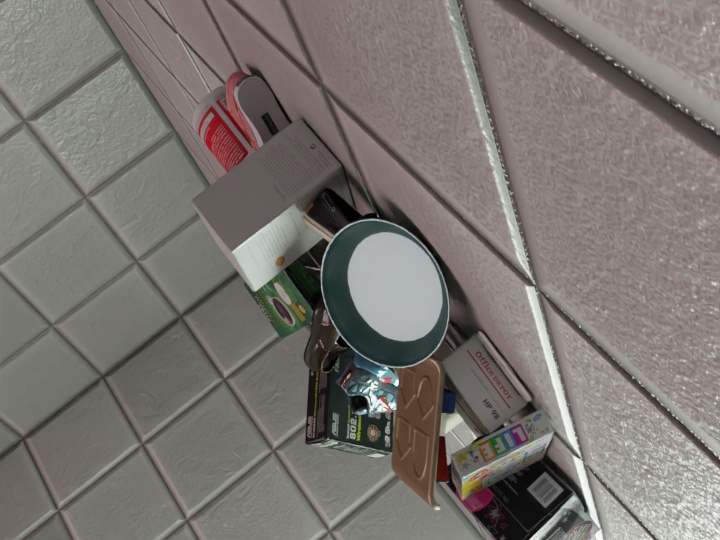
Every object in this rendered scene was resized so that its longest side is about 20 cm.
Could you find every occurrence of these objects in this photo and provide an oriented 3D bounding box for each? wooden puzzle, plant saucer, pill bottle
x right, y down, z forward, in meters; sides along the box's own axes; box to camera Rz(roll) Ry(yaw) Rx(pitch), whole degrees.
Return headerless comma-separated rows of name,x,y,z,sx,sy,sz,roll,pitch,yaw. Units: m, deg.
wooden puzzle,0.088,0.206,1.403,0.185,0.045,0.204,-168,78,-76
plant saucer,0.037,0.026,1.332,0.198,0.036,0.203,14,115,31
pill bottle,-0.182,-0.203,1.694,0.201,0.112,0.113,51,172,20

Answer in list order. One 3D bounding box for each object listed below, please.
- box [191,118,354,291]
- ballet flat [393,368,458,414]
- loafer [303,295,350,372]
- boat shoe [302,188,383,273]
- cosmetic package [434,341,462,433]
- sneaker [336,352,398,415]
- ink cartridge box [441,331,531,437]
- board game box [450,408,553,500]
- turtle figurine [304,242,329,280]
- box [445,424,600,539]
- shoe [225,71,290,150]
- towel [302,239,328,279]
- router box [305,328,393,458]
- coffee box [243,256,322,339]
box,-0.122,-0.093,1.492,0.107,0.199,0.153,49,171,22
ballet flat,0.113,0.168,1.537,0.199,0.076,0.068,38,-165,-2
loafer,-0.040,0.106,1.580,0.071,0.073,0.201,26,149,11
boat shoe,0.010,-0.046,1.401,0.199,0.063,0.074,34,-167,19
cosmetic package,0.136,0.192,1.672,0.104,0.073,0.200,52,172,14
sneaker,0.020,0.192,1.656,0.079,0.096,0.200,43,176,40
ink cartridge box,0.160,0.158,1.398,0.116,0.066,0.200,53,173,9
board game box,0.188,0.252,1.385,0.035,0.133,0.200,62,176,21
turtle figurine,0.000,0.000,1.553,0.199,0.101,0.150,39,177,11
box,0.235,0.342,1.519,0.115,0.132,0.200,51,174,-38
shoe,-0.144,-0.216,1.590,0.202,0.071,0.091,63,170,-26
towel,-0.080,-0.030,1.721,0.198,0.048,0.172,-10,127,35
router box,-0.015,0.202,1.724,0.148,0.203,0.062,18,154,-38
coffee box,-0.122,0.038,1.702,0.124,0.044,0.200,53,155,0
